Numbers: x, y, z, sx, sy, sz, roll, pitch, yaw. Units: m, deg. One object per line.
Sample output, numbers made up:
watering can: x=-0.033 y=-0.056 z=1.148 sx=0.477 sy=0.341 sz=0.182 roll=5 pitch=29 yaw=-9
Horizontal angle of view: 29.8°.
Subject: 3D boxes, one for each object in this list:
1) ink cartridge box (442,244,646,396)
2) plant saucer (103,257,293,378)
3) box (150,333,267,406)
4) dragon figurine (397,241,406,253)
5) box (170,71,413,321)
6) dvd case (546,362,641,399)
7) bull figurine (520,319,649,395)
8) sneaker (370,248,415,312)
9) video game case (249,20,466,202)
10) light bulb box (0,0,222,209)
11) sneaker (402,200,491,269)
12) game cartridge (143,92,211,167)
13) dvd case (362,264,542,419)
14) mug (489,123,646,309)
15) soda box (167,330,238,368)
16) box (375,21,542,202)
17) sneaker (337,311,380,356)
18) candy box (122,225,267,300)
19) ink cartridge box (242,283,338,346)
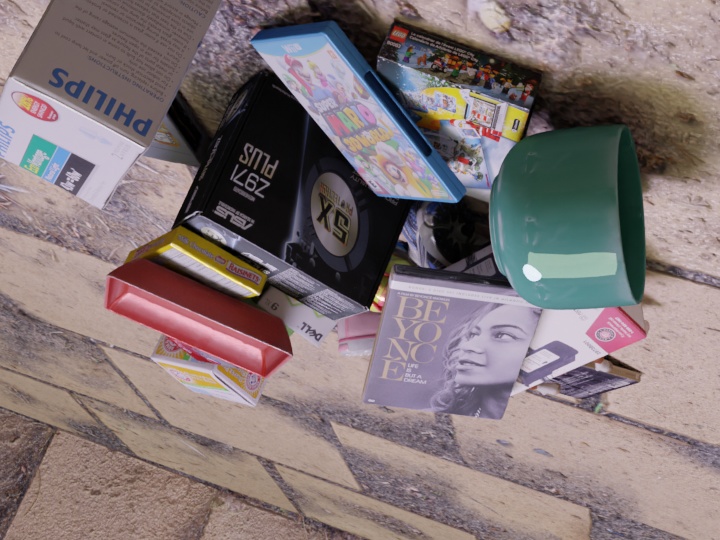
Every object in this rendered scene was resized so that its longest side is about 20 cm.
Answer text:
ink cartridge box: x=0.167 y=0.042 z=1.382 sx=0.199 sy=0.085 sz=0.145 roll=-28 pitch=133 yaw=29
plant saucer: x=-0.168 y=0.048 z=1.410 sx=0.198 sy=0.037 sz=0.200 roll=24 pitch=166 yaw=-6
box: x=-0.159 y=0.054 z=1.704 sx=0.112 sy=0.201 sz=0.101 roll=7 pitch=155 yaw=36
dragon figurine: x=0.049 y=0.007 z=1.570 sx=0.199 sy=0.059 sz=0.099 roll=24 pitch=160 yaw=-4
box: x=-0.060 y=-0.071 z=1.342 sx=0.199 sy=0.165 sz=0.086 roll=30 pitch=159 yaw=-18
dvd case: x=0.224 y=0.119 z=1.678 sx=0.198 sy=0.016 sz=0.149 roll=16 pitch=162 yaw=-16
bull figurine: x=0.229 y=0.084 z=1.498 sx=0.199 sy=0.066 sz=0.121 roll=-19 pitch=151 yaw=22
sneaker: x=0.000 y=0.000 z=1.439 sx=0.199 sy=0.079 sz=0.090 roll=15 pitch=-162 yaw=-32
video game case: x=-0.003 y=-0.140 z=1.219 sx=0.200 sy=0.018 sz=0.143 roll=49 pitch=162 yaw=-25
light bulb box: x=-0.215 y=-0.186 z=1.164 sx=0.124 sy=0.201 sz=0.198 roll=28 pitch=160 yaw=-14
sneaker: x=0.096 y=-0.020 z=1.458 sx=0.085 sy=0.077 sz=0.200 roll=19 pitch=154 yaw=39
game cartridge: x=-0.248 y=-0.180 z=1.458 sx=0.132 sy=0.042 sz=0.200 roll=10 pitch=156 yaw=22
dvd case: x=0.089 y=0.075 z=1.331 sx=0.147 sy=0.016 sz=0.201 roll=8 pitch=136 yaw=-4
mug: x=0.179 y=-0.037 z=1.159 sx=0.113 sy=0.153 sz=0.185 roll=-4 pitch=155 yaw=19
soda box: x=-0.145 y=0.008 z=1.574 sx=0.070 sy=0.201 sz=0.063 roll=8 pitch=156 yaw=37
box: x=0.081 y=-0.134 z=1.213 sx=0.136 sy=0.038 sz=0.200 roll=21 pitch=160 yaw=6
sneaker: x=0.062 y=0.047 z=1.660 sx=0.199 sy=0.106 sz=0.075 roll=-2 pitch=166 yaw=-23
candy box: x=-0.173 y=0.001 z=1.380 sx=0.102 sy=0.027 sz=0.200 roll=28 pitch=164 yaw=-18
ink cartridge box: x=-0.063 y=0.014 z=1.504 sx=0.104 sy=0.200 sz=0.059 roll=38 pitch=-178 yaw=-37
